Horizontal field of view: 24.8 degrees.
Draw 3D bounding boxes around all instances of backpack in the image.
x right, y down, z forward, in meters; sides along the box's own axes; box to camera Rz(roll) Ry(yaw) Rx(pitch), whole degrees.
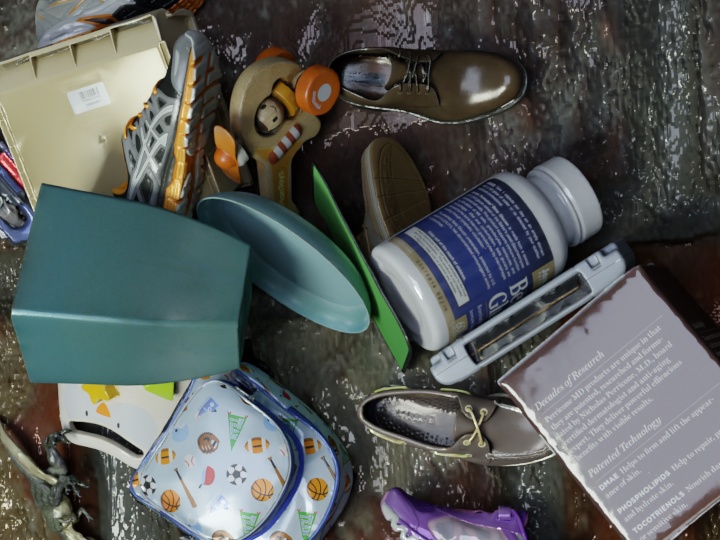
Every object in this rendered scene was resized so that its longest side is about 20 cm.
[{"bbox_3d":[-0.108,0.195,1.589,0.190,0.154,0.200,33,96,6],"label":"backpack"}]

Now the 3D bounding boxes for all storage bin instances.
[{"bbox_3d":[-0.241,-0.142,1.630,0.200,0.094,0.199,-14,105,18],"label":"storage bin"}]

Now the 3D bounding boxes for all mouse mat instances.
[{"bbox_3d":[0.000,0.000,1.548,0.008,0.161,0.200,-25,80,-6],"label":"mouse mat"}]

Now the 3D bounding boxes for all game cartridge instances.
[{"bbox_3d":[0.162,0.038,1.501,0.200,0.133,0.042,-34,81,14],"label":"game cartridge"}]

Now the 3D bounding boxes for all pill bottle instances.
[{"bbox_3d":[0.119,-0.021,1.498,0.200,0.111,0.111,-31,78,-15],"label":"pill bottle"}]

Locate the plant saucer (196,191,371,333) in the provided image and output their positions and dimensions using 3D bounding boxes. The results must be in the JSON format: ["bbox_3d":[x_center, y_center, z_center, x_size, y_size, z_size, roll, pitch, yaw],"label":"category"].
[{"bbox_3d":[-0.068,-0.012,1.562,0.200,0.200,0.027,30,69,17],"label":"plant saucer"}]

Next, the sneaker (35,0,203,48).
[{"bbox_3d":[-0.252,-0.284,1.683,0.200,0.076,0.092,-23,64,9],"label":"sneaker"}]

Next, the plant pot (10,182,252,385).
[{"bbox_3d":[-0.205,0.023,1.529,0.200,0.141,0.142,6,60,0],"label":"plant pot"}]

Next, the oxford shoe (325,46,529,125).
[{"bbox_3d":[0.060,-0.179,1.567,0.200,0.084,0.073,1,88,17],"label":"oxford shoe"}]

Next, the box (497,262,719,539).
[{"bbox_3d":[0.260,0.121,1.450,0.164,0.166,0.200,-42,77,14],"label":"box"}]

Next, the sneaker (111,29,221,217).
[{"bbox_3d":[-0.183,-0.131,1.529,0.077,0.078,0.200,20,114,11],"label":"sneaker"}]

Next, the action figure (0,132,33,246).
[{"bbox_3d":[-0.416,-0.100,1.719,0.193,0.105,0.200,-29,105,11],"label":"action figure"}]

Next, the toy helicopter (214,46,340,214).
[{"bbox_3d":[-0.090,-0.109,1.582,0.079,0.132,0.200,27,133,36],"label":"toy helicopter"}]

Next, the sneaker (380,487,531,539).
[{"bbox_3d":[0.115,0.253,1.549,0.200,0.080,0.089,31,92,12],"label":"sneaker"}]

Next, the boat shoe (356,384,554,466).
[{"bbox_3d":[0.095,0.147,1.561,0.200,0.060,0.072,9,91,19],"label":"boat shoe"}]

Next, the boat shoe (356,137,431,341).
[{"bbox_3d":[0.030,-0.026,1.580,0.069,0.074,0.200,-21,79,46],"label":"boat shoe"}]

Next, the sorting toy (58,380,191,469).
[{"bbox_3d":[-0.246,0.109,1.673,0.200,0.107,0.180,18,114,18],"label":"sorting toy"}]

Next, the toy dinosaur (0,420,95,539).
[{"bbox_3d":[-0.319,0.216,1.699,0.200,0.047,0.088,54,133,13],"label":"toy dinosaur"}]
